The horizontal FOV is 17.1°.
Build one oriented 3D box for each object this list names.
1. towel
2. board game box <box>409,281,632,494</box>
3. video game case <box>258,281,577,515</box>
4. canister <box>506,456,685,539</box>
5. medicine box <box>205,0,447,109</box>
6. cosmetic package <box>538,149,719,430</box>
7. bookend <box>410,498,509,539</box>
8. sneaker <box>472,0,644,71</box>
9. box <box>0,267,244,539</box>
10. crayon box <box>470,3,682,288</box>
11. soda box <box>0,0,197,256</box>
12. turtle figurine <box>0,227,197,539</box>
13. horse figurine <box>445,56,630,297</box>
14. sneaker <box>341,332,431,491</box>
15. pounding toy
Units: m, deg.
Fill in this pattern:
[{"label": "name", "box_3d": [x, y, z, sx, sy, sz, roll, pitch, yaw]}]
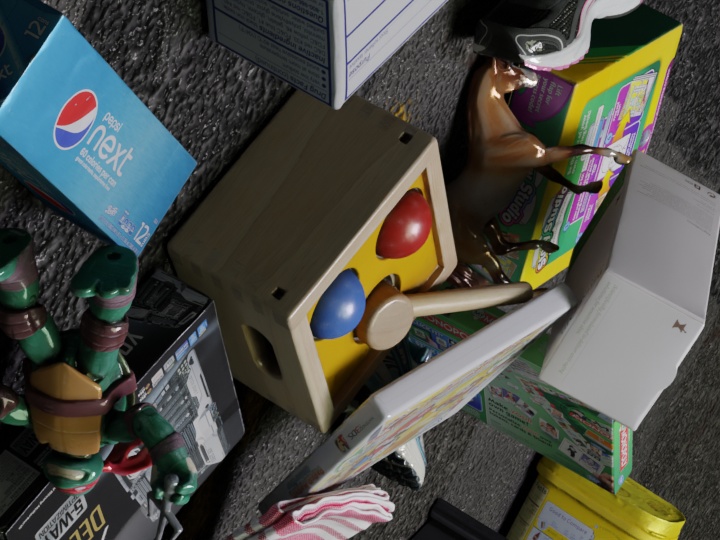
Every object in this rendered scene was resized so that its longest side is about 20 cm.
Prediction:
[{"label": "towel", "box_3d": [-0.084, 0.211, 1.674, 0.200, 0.030, 0.146, -36, 164, 25]}, {"label": "board game box", "box_3d": [0.116, 0.082, 1.826, 0.029, 0.199, 0.135, -50, 155, -25]}, {"label": "video game case", "box_3d": [0.039, 0.093, 1.664, 0.200, 0.023, 0.182, -28, 168, -39]}, {"label": "canister", "box_3d": [0.200, 0.288, 2.300, 0.201, 0.148, 0.086, -63, 157, 11]}, {"label": "medicine box", "box_3d": [0.000, -0.230, 1.361, 0.182, 0.103, 0.201, -46, 153, -31]}, {"label": "cosmetic package", "box_3d": [0.199, 0.011, 1.737, 0.108, 0.085, 0.200, -60, -178, 29]}, {"label": "bookend", "box_3d": [0.043, 0.343, 2.112, 0.199, 0.092, 0.201, -41, 149, -37]}, {"label": "sneaker", "box_3d": [0.142, -0.213, 1.724, 0.200, 0.080, 0.087, -44, 141, -50]}, {"label": "box", "box_3d": [-0.160, 0.120, 1.501, 0.200, 0.050, 0.158, -49, 153, -26]}, {"label": "crayon box", "box_3d": [0.169, -0.097, 1.908, 0.172, 0.058, 0.201, -30, 142, -48]}, {"label": "soda box", "box_3d": [-0.159, -0.079, 1.262, 0.068, 0.064, 0.200, -57, 157, -8]}, {"label": "turtle figurine", "box_3d": [-0.167, 0.075, 1.350, 0.101, 0.149, 0.201, -94, -177, -57]}, {"label": "horse figurine", "box_3d": [0.107, -0.054, 1.794, 0.201, 0.132, 0.050, -59, -160, 28]}, {"label": "sneaker", "box_3d": [0.028, 0.097, 1.825, 0.087, 0.077, 0.200, -55, 156, -21]}, {"label": "pounding toy", "box_3d": [0.000, 0.000, 1.572, 0.184, 0.142, 0.200, -51, 155, -20]}]
